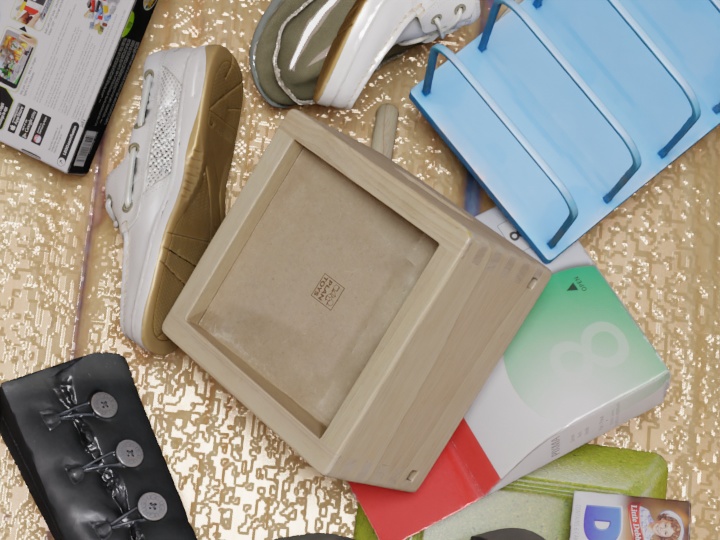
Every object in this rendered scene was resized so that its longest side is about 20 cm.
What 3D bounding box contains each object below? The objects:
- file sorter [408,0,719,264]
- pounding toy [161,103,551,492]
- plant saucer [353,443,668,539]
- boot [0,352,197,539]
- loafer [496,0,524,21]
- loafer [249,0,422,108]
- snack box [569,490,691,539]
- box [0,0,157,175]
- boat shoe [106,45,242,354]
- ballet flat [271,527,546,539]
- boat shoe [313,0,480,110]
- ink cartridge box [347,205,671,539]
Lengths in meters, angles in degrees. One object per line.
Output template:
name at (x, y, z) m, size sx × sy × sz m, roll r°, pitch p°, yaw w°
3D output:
file sorter at (0.152, -0.128, 0.942) m, size 0.200 × 0.123 × 0.139 m, roll -38°, pitch 84°, yaw -8°
pounding toy at (0.000, 0.000, 0.953) m, size 0.200 × 0.142 × 0.185 m, roll 37°, pitch 99°, yaw 35°
plant saucer at (0.092, 0.199, 0.980) m, size 0.198 × 0.048 × 0.201 m, roll 8°, pitch 79°, yaw -3°
boot at (-0.118, 0.141, 0.964) m, size 0.164 × 0.066 × 0.200 m, roll -4°, pitch 51°, yaw -46°
loafer at (0.140, -0.209, 1.047) m, size 0.070 × 0.070 × 0.201 m, roll 30°, pitch 79°, yaw -9°
loafer at (0.015, -0.175, 1.021) m, size 0.200 × 0.070 × 0.075 m, roll -40°, pitch 119°, yaw -11°
snack box at (0.151, 0.228, 0.907) m, size 0.071 × 0.024 × 0.201 m, roll 3°, pitch 61°, yaw 10°
box at (-0.188, -0.174, 0.996) m, size 0.110 × 0.035 × 0.201 m, roll 25°, pitch 97°, yaw 11°
boat shoe at (-0.127, -0.046, 0.997) m, size 0.069 × 0.071 × 0.201 m, roll 4°, pitch 72°, yaw 22°
ballet flat at (0.019, 0.185, 0.916) m, size 0.199 × 0.047 × 0.068 m, roll -3°, pitch 42°, yaw -17°
boat shoe at (0.044, -0.173, 0.961) m, size 0.069 × 0.071 × 0.201 m, roll 35°, pitch 81°, yaw -11°
ink cartridge box at (0.066, 0.055, 0.976) m, size 0.199 × 0.050 × 0.161 m, roll -25°, pitch 58°, yaw -10°
